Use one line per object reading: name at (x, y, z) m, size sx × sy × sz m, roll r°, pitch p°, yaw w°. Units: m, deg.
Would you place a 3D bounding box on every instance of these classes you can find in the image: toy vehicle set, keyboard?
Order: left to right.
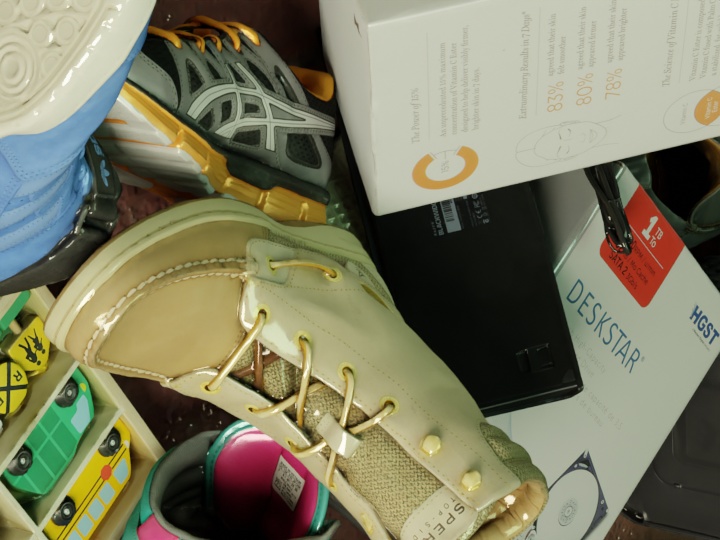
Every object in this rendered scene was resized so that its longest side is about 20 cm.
toy vehicle set at (-0.161, 0.110, 0.831) m, size 0.200 × 0.026 × 0.125 m, roll -57°, pitch 136°, yaw -27°
keyboard at (0.061, -0.037, 0.975) m, size 0.021 × 0.126 × 0.201 m, roll 100°, pitch -23°, yaw -77°

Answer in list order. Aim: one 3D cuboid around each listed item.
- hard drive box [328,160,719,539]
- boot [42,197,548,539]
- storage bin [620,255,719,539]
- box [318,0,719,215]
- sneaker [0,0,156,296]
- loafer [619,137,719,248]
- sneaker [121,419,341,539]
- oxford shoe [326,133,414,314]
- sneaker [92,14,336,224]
hard drive box at (0.078, 0.057, 1.050) m, size 0.201 × 0.077 × 0.156 m, roll -57°, pitch 138°, yaw -10°
boot at (-0.018, 0.052, 0.834) m, size 0.073 × 0.156 × 0.200 m, roll -47°, pitch 157°, yaw 19°
storage bin at (0.239, 0.077, 1.185) m, size 0.094 × 0.199 × 0.136 m, roll -21°, pitch 113°, yaw -47°
box at (0.087, -0.117, 0.908) m, size 0.199 × 0.098 × 0.125 m, roll -13°, pitch 145°, yaw -7°
sneaker at (-0.115, -0.055, 0.754) m, size 0.200 × 0.077 × 0.111 m, roll -46°, pitch 160°, yaw 27°
loafer at (0.169, -0.046, 1.169) m, size 0.199 × 0.072 × 0.073 m, roll -7°, pitch 86°, yaw -52°
sneaker at (-0.040, 0.122, 0.918) m, size 0.200 × 0.083 × 0.121 m, roll -1°, pitch 120°, yaw -59°
oxford shoe at (0.000, 0.000, 0.993) m, size 0.058 × 0.075 × 0.201 m, roll 123°, pitch -11°, yaw -63°
sneaker at (-0.071, -0.070, 0.875) m, size 0.200 × 0.078 × 0.078 m, roll 29°, pitch 74°, yaw -61°
